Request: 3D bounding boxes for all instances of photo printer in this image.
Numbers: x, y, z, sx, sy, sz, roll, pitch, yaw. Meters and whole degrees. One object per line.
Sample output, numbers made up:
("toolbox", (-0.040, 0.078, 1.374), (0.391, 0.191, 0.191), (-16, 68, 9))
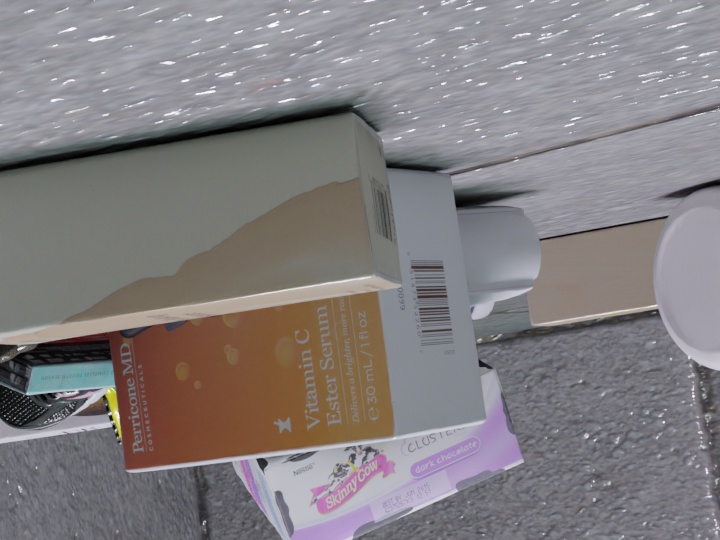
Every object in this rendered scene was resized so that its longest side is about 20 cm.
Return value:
("photo printer", (0.000, 0.000, 1.170), (0.199, 0.070, 0.166), (-5, 176, -38))

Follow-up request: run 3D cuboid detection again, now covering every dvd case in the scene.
("dvd case", (-0.228, 0.037, 1.082), (0.199, 0.022, 0.145), (19, -169, 32))

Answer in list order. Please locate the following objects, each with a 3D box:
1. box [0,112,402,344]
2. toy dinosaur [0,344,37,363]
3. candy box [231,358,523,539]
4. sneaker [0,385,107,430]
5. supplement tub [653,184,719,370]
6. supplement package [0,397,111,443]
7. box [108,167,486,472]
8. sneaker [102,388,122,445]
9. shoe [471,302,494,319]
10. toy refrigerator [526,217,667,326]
("box", (-0.086, -0.017, 0.817), (0.198, 0.079, 0.095), (-9, 175, 10))
("toy dinosaur", (-0.231, 0.019, 0.973), (0.198, 0.078, 0.102), (1, -160, 8))
("candy box", (-0.002, 0.109, 1.174), (0.166, 0.072, 0.200), (-22, -166, -11))
("sneaker", (-0.203, 0.056, 1.196), (0.200, 0.080, 0.086), (-39, -177, 32))
("supplement tub", (0.341, 0.000, 1.315), (0.198, 0.142, 0.140), (-4, 174, -31))
("supplement package", (-0.244, 0.082, 1.460), (0.198, 0.115, 0.110), (-9, 176, -3))
("box", (-0.043, 0.032, 1.009), (0.198, 0.154, 0.106), (-12, 174, 32))
("sneaker", (-0.170, 0.060, 1.323), (0.084, 0.079, 0.201), (-15, 148, -4))
("shoe", (0.041, 0.012, 1.363), (0.090, 0.072, 0.200), (-10, 179, -14))
("toy refrigerator", (0.251, -0.002, 1.516), (0.198, 0.077, 0.070), (-11, 174, 22))
